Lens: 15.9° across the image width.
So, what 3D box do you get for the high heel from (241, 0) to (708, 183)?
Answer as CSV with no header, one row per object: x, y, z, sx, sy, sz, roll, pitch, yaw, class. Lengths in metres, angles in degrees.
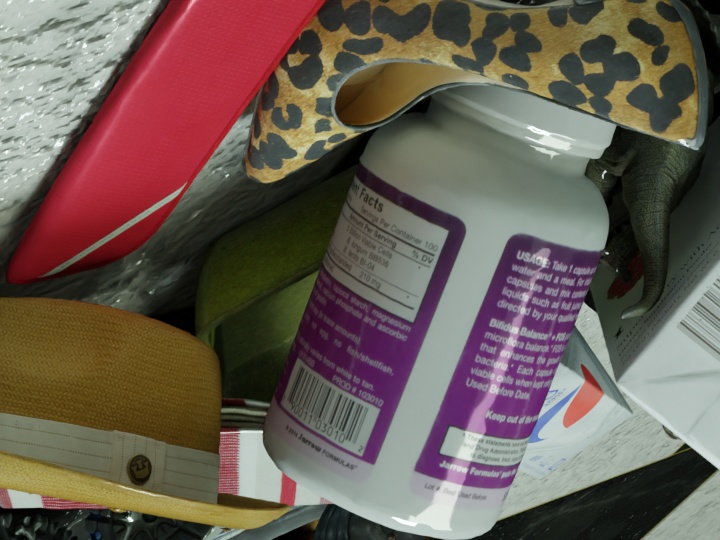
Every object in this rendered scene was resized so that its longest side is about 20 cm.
0.040,-0.059,1.010,0.200,0.143,0.071,-43,159,30,high heel

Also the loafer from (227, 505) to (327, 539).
-0.052,0.151,1.504,0.073,0.073,0.200,-16,156,-44,loafer

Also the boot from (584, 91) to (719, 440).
0.209,-0.013,1.375,0.199,0.151,0.073,-30,-165,0,boot

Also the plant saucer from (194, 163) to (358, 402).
0.000,0.000,1.246,0.199,0.048,0.200,-29,161,-12,plant saucer

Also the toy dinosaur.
0.136,-0.062,1.202,0.200,0.077,0.103,-55,170,-45,toy dinosaur

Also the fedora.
-0.120,0.057,1.091,0.199,0.082,0.201,10,174,1,fedora

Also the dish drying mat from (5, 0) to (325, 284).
-0.074,-0.062,1.016,0.076,0.018,0.200,-14,154,-42,dish drying mat

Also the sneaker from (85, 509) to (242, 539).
-0.053,0.095,1.388,0.199,0.077,0.085,-27,172,6,sneaker

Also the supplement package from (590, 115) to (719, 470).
0.195,0.018,1.242,0.121,0.120,0.200,-51,-172,11,supplement package

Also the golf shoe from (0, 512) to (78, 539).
-0.221,0.176,1.321,0.094,0.078,0.199,-24,168,38,golf shoe

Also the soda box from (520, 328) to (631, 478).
0.075,0.050,1.288,0.063,0.068,0.200,-35,161,8,soda box

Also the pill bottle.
0.040,0.003,1.102,0.112,0.112,0.201,2,111,-60,pill bottle

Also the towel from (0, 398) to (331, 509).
-0.080,0.089,1.247,0.198,0.023,0.144,-1,160,-3,towel

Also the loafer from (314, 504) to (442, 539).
0.053,0.102,1.421,0.072,0.073,0.200,-13,-145,43,loafer
